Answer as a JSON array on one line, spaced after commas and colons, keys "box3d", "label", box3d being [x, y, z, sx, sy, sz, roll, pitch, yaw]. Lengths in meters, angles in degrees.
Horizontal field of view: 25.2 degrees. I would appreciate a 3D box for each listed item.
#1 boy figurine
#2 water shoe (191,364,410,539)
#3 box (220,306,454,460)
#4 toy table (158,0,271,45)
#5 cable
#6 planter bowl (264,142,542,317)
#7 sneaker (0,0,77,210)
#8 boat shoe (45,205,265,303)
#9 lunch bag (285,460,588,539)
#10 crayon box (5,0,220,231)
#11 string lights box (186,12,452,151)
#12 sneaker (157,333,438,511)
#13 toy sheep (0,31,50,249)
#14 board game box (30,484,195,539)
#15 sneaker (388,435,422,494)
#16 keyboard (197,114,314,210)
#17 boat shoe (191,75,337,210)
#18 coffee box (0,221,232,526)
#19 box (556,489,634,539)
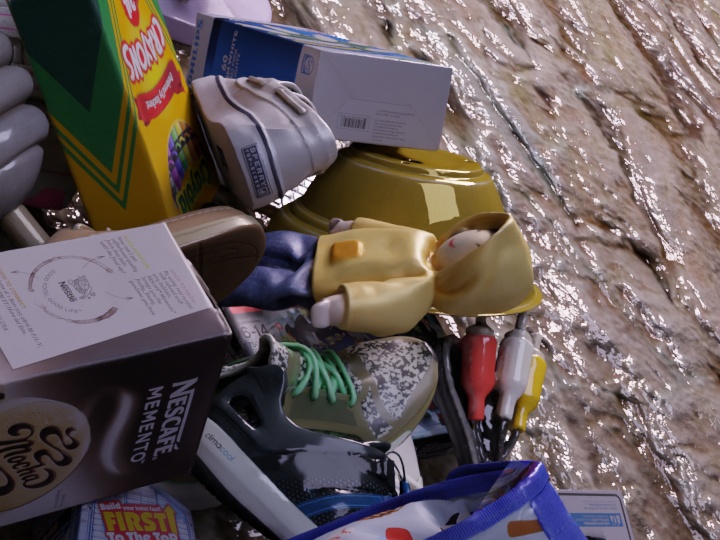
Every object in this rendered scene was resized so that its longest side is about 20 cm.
[{"box3d": [0.000, 0.000, 0.940, 0.199, 0.065, 0.124, 1, 25, 11], "label": "boy figurine"}, {"box3d": [0.002, 0.127, 0.832, 0.200, 0.072, 0.079, 39, 76, 2], "label": "water shoe"}, {"box3d": [-0.012, 0.063, 1.053, 0.200, 0.040, 0.137, -4, 57, -49], "label": "box"}, {"box3d": [-0.125, -0.255, 1.207, 0.200, 0.117, 0.184, 8, 48, -44], "label": "toy table"}, {"box3d": [0.084, 0.117, 1.035, 0.097, 0.050, 0.201, 26, 54, -42], "label": "cable"}, {"box3d": [0.031, -0.038, 1.078, 0.200, 0.084, 0.200, 9, 13, -2], "label": "planter bowl"}, {"box3d": [-0.213, -0.128, 0.995, 0.081, 0.088, 0.200, 7, 49, -44], "label": "sneaker"}, {"box3d": [-0.149, 0.003, 0.870, 0.199, 0.071, 0.065, -22, 56, -17], "label": "boat shoe"}, {"box3d": [0.037, 0.188, 0.722, 0.170, 0.200, 0.124, 60, 30, -5], "label": "lunch bag"}, {"box3d": [-0.137, -0.087, 0.961, 0.127, 0.051, 0.201, -77, 151, -67], "label": "crayon box"}, {"box3d": [-0.034, -0.132, 1.115, 0.102, 0.059, 0.200, 4, 13, -31], "label": "string lights box"}, {"box3d": [-0.037, 0.071, 0.907, 0.199, 0.089, 0.077, -18, 54, -26], "label": "sneaker"}, {"box3d": [-0.242, -0.084, 0.887, 0.200, 0.138, 0.138, 55, 31, -11], "label": "toy sheep"}, {"box3d": [-0.093, 0.189, 0.807, 0.200, 0.062, 0.200, 17, 43, -36], "label": "board game box"}, {"box3d": [0.032, 0.163, 0.925, 0.073, 0.084, 0.201, 36, 41, -39], "label": "sneaker"}, {"box3d": [-0.057, -0.064, 1.170, 0.200, 0.011, 0.056, 23, 39, -31], "label": "keyboard"}, {"box3d": [-0.058, -0.088, 0.984, 0.200, 0.066, 0.072, -139, -150, -75], "label": "boat shoe"}, {"box3d": [-0.173, 0.058, 0.750, 0.199, 0.113, 0.080, -13, 51, -30], "label": "coffee box"}, {"box3d": [0.125, 0.234, 0.960, 0.116, 0.060, 0.201, 10, 60, -42], "label": "box"}]
